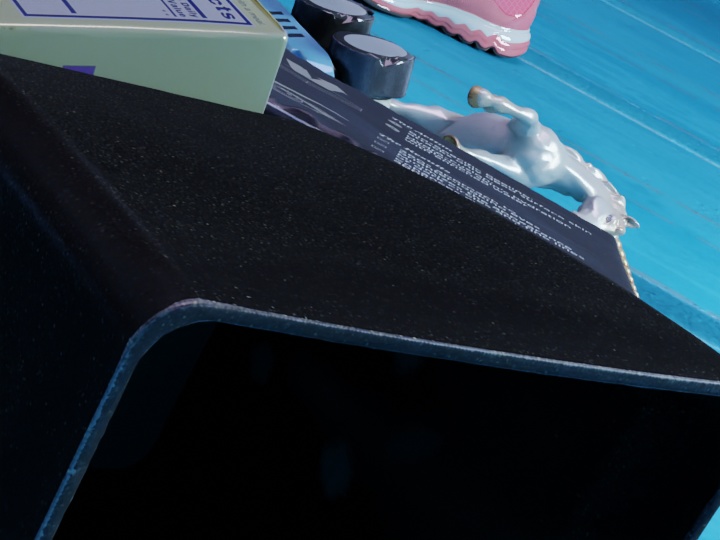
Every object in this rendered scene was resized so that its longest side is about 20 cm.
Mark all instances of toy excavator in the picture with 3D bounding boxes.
[{"bbox_3d":[-0.095,-0.115,1.235,0.199,0.100,0.195,6,23,-25],"label":"toy excavator"}]

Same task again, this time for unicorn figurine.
[{"bbox_3d":[0.081,-0.069,1.343,0.200,0.074,0.137,33,7,41],"label":"unicorn figurine"}]

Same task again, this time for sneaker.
[{"bbox_3d":[0.062,-0.250,1.828,0.199,0.087,0.074,18,17,-20],"label":"sneaker"}]

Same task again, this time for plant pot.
[{"bbox_3d":[-0.051,0.050,0.587,0.199,0.201,0.178,9,29,-40],"label":"plant pot"}]

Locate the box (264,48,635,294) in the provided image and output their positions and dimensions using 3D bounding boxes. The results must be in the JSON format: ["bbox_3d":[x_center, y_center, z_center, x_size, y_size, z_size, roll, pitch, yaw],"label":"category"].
[{"bbox_3d":[0.000,0.000,0.917,0.196,0.118,0.200,29,10,-1],"label":"box"}]

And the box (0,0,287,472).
[{"bbox_3d":[-0.149,-0.021,0.662,0.199,0.177,0.097,-3,36,-35],"label":"box"}]
